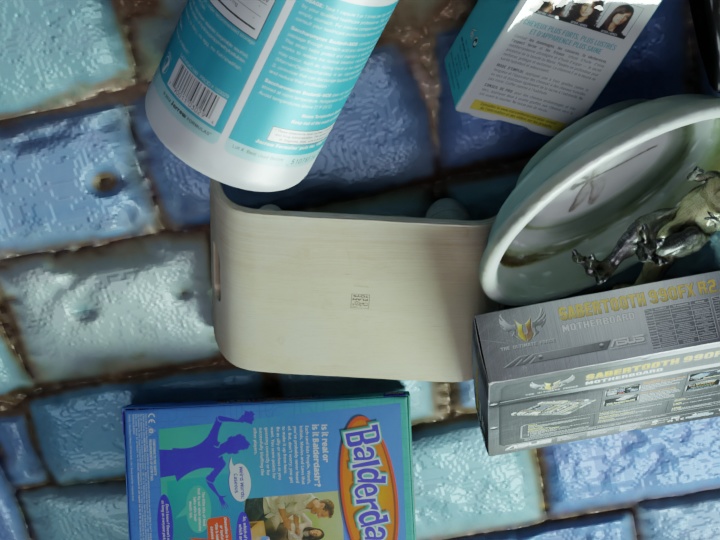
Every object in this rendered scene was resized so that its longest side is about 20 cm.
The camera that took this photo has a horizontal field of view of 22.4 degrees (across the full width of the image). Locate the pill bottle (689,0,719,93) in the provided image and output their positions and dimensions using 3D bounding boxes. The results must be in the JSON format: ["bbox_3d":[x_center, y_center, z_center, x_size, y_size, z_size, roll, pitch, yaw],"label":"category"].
[{"bbox_3d":[0.293,-0.173,1.050,0.199,0.112,0.112,-11,122,6],"label":"pill bottle"}]

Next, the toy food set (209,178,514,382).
[{"bbox_3d":[0.000,0.000,1.195,0.199,0.061,0.144,3,134,-1],"label":"toy food set"}]

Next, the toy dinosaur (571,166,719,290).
[{"bbox_3d":[0.185,-0.020,1.115,0.088,0.048,0.200,-22,161,-36],"label":"toy dinosaur"}]

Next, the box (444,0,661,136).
[{"bbox_3d":[0.128,-0.170,1.046,0.082,0.049,0.200,12,132,-22],"label":"box"}]

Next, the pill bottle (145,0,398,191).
[{"bbox_3d":[-0.041,-0.153,1.058,0.110,0.111,0.201,22,120,-14],"label":"pill bottle"}]

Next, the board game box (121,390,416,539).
[{"bbox_3d":[-0.060,0.164,1.256,0.199,0.045,0.153,-2,89,1],"label":"board game box"}]

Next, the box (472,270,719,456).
[{"bbox_3d":[0.173,0.060,1.178,0.199,0.049,0.159,-11,157,1],"label":"box"}]

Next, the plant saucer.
[{"bbox_3d":[0.153,-0.054,1.123,0.199,0.050,0.200,-25,158,-11],"label":"plant saucer"}]
